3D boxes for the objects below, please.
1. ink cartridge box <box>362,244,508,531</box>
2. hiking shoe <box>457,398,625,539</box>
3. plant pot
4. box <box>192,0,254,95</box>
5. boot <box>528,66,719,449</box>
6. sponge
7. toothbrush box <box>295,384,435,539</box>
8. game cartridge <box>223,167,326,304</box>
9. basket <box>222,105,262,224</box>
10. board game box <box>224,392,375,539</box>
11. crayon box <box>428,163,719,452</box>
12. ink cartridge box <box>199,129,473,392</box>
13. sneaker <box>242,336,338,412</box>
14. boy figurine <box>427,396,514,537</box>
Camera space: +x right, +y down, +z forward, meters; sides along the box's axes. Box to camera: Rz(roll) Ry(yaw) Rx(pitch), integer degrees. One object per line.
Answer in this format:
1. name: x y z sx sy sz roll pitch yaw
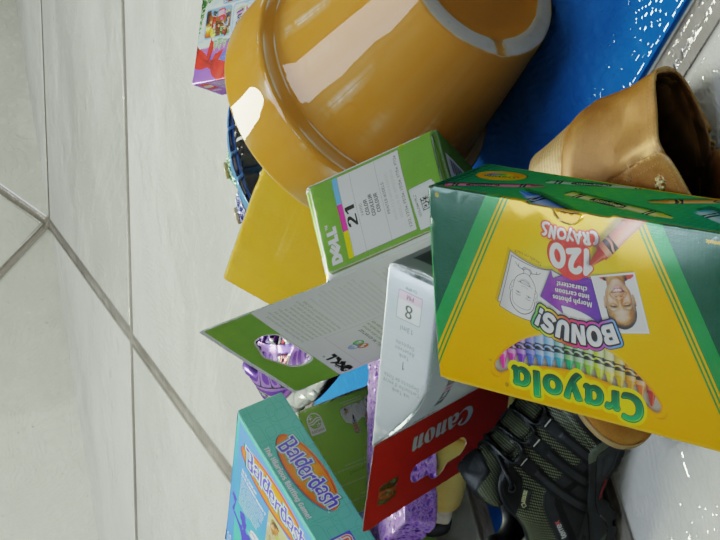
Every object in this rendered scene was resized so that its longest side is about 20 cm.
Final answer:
1. ink cartridge box: 0.076 0.067 1.049 0.057 0.162 0.202 21 120 36
2. hiking shoe: 0.116 0.113 1.033 0.076 0.099 0.203 -149 57 -67
3. plant pot: 0.032 -0.160 1.120 0.183 0.198 0.202 -39 56 49
4. box: -0.061 -0.230 1.347 0.199 0.039 0.139 -2 78 46
5. boot: 0.163 -0.004 0.924 0.144 0.070 0.204 -28 73 62
6. sponge: 0.029 0.106 1.207 0.112 0.029 0.202 123 150 -65
7. toothbrush box: -0.014 0.218 1.373 0.145 0.085 0.202 -34 77 59
8. game cartridge: -0.017 -0.009 1.326 0.033 0.175 0.200 -61 0 -34
9. basket: -0.046 -0.099 1.409 0.201 0.137 0.178 112 149 -48
10. board game box: -0.053 0.218 1.287 0.153 0.045 0.201 55 153 30
11. crayon box: 0.132 0.016 0.884 0.198 0.058 0.120 12 114 41
12. ink cartridge box: 0.000 0.000 1.114 0.148 0.198 0.077 39 -147 -57
13. sneaker: -0.053 0.067 1.362 0.083 0.081 0.200 44 144 -2
14. boy figurine: 0.068 0.127 1.235 0.201 0.064 0.125 114 161 -50
